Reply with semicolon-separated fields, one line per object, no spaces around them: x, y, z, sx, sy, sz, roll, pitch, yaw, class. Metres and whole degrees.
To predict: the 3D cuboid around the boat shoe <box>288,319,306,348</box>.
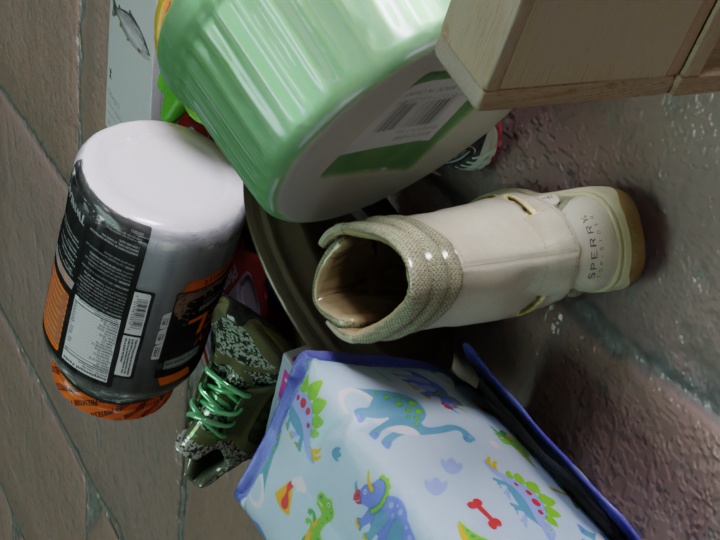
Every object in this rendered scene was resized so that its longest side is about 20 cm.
-0.006;0.123;0.956;0.072;0.064;0.202;129;126;-80;boat shoe

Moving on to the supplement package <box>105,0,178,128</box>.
-0.135;-0.186;1.040;0.117;0.116;0.202;51;140;46;supplement package

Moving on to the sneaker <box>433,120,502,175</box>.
0.023;-0.099;0.816;0.199;0.074;0.082;3;101;61;sneaker

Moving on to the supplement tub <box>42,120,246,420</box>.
-0.158;0.005;0.905;0.123;0.121;0.201;58;141;35;supplement tub

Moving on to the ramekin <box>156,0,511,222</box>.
0.005;-0.112;0.653;0.098;0.199;0.200;58;147;14;ramekin

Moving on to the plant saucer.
0.000;0.000;0.804;0.029;0.199;0.202;-32;66;22;plant saucer

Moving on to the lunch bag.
0.063;0.133;0.690;0.170;0.198;0.128;49;119;43;lunch bag

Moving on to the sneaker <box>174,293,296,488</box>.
-0.095;0.099;0.921;0.076;0.089;0.201;30;145;16;sneaker

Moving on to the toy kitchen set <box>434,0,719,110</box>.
0.100;-0.198;0.524;0.201;0.179;0.164;59;145;35;toy kitchen set

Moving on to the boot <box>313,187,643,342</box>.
0.040;-0.002;0.711;0.199;0.153;0.073;-8;92;64;boot

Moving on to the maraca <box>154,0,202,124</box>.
-0.093;-0.163;0.868;0.199;0.106;0.139;-1;73;59;maraca

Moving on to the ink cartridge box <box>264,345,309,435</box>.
-0.030;0.164;0.899;0.120;0.042;0.201;52;144;36;ink cartridge box

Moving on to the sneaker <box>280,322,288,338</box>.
-0.048;0.098;1.017;0.083;0.071;0.202;-37;66;58;sneaker

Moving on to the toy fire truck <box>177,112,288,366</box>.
-0.083;-0.030;0.971;0.200;0.111;0.170;-45;55;47;toy fire truck
